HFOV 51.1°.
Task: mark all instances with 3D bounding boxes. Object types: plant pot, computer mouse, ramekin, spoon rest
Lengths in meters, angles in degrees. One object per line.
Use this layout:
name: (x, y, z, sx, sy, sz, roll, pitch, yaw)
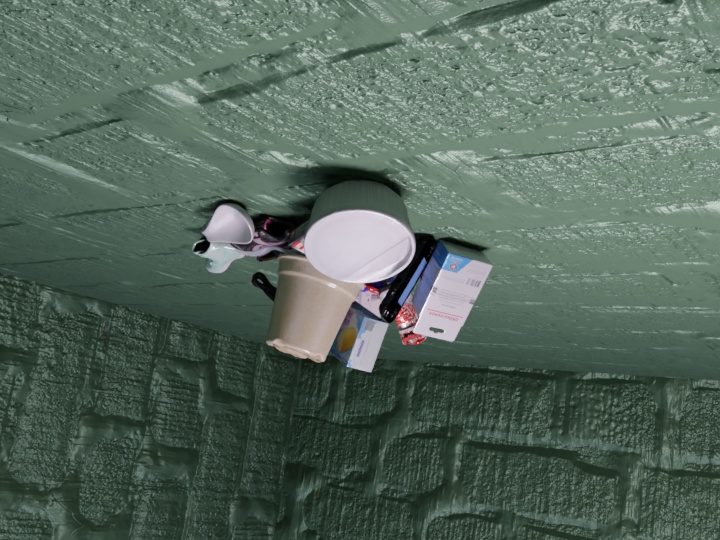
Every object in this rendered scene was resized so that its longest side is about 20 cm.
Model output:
plant pot: (-0.110, 0.088, 1.599, 0.198, 0.186, 0.201, 17, 167, 4)
computer mouse: (-0.150, 0.003, 1.745, 0.109, 0.200, 0.044, 37, 137, 14)
ramekin: (-0.001, -0.073, 1.338, 0.199, 0.095, 0.203, 0, 142, 0)
spoon rest: (-0.291, -0.094, 1.624, 0.100, 0.061, 0.199, 55, 151, -17)

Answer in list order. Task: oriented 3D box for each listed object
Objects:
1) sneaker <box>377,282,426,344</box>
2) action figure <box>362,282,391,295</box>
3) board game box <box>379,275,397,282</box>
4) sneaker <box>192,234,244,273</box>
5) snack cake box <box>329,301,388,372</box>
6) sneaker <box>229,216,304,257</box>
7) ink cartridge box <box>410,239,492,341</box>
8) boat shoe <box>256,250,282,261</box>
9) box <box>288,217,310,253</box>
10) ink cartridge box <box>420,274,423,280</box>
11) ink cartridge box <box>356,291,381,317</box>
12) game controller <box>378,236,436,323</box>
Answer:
sneaker: (0.105, 0.108, 1.773, 0.067, 0.109, 0.201, -20, 152, 13)
action figure: (0.001, 0.036, 1.794, 0.197, 0.052, 0.065, 3, -169, -8)
board game box: (0.000, 0.000, 1.708, 0.134, 0.035, 0.199, 11, -176, 25)
sneaker: (-0.374, -0.050, 1.876, 0.117, 0.075, 0.200, 9, 160, -33)
snack cake box: (-0.023, 0.135, 1.688, 0.067, 0.116, 0.200, 17, -174, -27)
sneaker: (-0.206, -0.086, 1.651, 0.198, 0.081, 0.087, -1, 148, 23)
ink cartridge box: (0.188, 0.046, 1.637, 0.115, 0.202, 0.067, 14, -156, -23)
boat shoe: (-0.167, -0.054, 1.742, 0.198, 0.068, 0.072, -4, 161, 39)
box: (-0.042, -0.078, 1.463, 0.109, 0.035, 0.199, 25, 145, -28)
ink cartridge box: (0.173, 0.037, 1.799, 0.050, 0.110, 0.200, 5, 169, -12)
ink cartridge box: (0.011, 0.087, 1.899, 0.082, 0.203, 0.147, 4, 172, -1)
game controller: (0.104, 0.021, 1.609, 0.042, 0.201, 0.104, 30, 175, 24)
